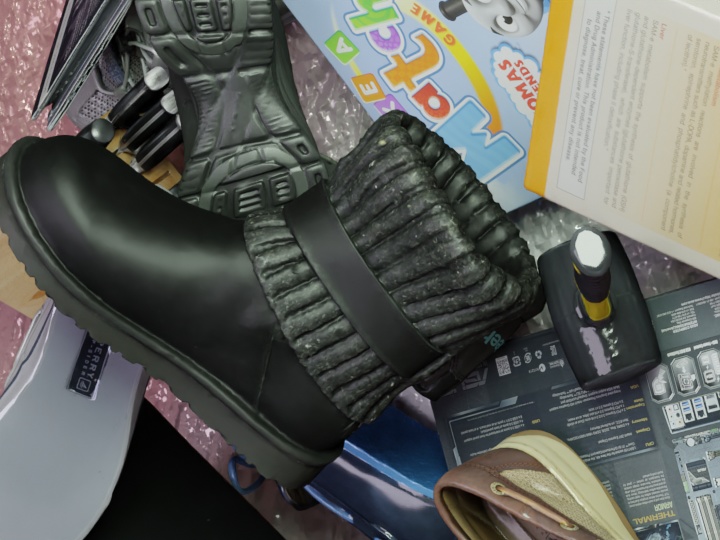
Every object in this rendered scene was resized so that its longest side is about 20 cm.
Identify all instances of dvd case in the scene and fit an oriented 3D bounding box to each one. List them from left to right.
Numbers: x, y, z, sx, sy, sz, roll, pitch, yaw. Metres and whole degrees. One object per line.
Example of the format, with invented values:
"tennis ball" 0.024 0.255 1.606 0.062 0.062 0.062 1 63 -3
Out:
"dvd case" -0.102 -0.181 1.461 0.200 0.016 0.149 -53 18 35

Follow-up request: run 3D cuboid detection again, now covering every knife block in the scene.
"knife block" -0.139 -0.043 1.507 0.200 0.064 0.176 27 141 37

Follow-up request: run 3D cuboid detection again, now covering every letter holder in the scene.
"letter holder" -0.078 0.188 1.477 0.200 0.100 0.142 43 158 27

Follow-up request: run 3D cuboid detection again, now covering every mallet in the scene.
"mallet" 0.099 0.016 1.210 0.041 0.200 0.066 -20 88 3

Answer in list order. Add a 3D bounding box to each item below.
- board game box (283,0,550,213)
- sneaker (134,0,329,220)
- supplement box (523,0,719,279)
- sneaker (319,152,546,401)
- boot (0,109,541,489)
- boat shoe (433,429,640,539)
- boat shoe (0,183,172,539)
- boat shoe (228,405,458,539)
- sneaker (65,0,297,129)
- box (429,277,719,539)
"board game box" 0.074 -0.112 1.317 0.200 0.037 0.151 -24 109 45
"sneaker" -0.053 -0.075 1.370 0.076 0.091 0.201 -7 106 4
"supplement box" 0.174 -0.059 1.203 0.199 0.074 0.126 26 134 21
"sneaker" 0.000 0.000 1.394 0.200 0.075 0.079 25 79 52
"boot" -0.041 -0.020 1.290 0.211 0.080 0.158 40 119 -11
"boat shoe" 0.107 0.154 1.285 0.200 0.072 0.072 50 127 21
"boat shoe" -0.129 0.052 1.410 0.073 0.065 0.201 28 107 -2
"boat shoe" -0.024 0.092 1.461 0.200 0.084 0.069 37 124 35
"sneaker" -0.098 -0.128 1.487 0.200 0.082 0.075 -35 74 41
"box" 0.131 0.094 1.337 0.200 0.051 0.158 -20 83 43
